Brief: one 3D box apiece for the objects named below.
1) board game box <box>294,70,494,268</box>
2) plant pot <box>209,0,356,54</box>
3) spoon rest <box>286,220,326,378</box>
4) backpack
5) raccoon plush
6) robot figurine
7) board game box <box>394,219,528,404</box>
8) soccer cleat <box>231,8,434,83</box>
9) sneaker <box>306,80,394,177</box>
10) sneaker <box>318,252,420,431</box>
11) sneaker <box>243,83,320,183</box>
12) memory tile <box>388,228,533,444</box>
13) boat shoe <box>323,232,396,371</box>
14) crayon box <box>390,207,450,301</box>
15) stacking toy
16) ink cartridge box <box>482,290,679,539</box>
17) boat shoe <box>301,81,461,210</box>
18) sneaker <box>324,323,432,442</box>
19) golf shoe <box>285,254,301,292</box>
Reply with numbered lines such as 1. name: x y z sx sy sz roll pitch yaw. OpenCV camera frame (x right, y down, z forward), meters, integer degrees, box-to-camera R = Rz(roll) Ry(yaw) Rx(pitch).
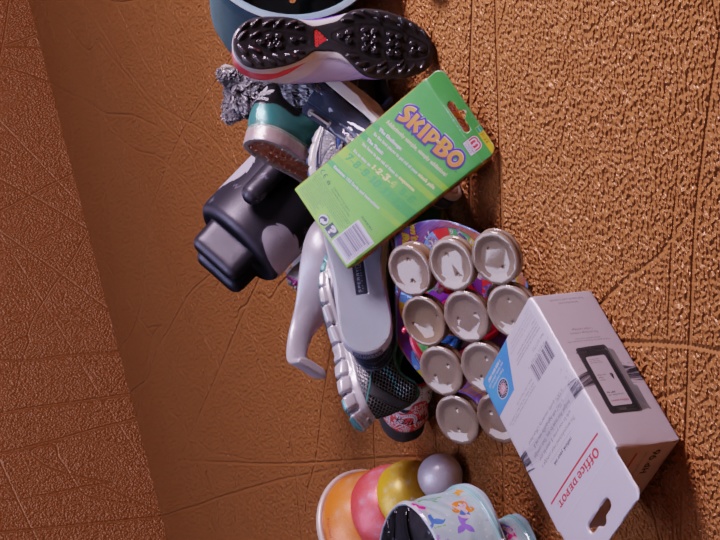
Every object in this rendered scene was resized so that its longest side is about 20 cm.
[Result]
1. board game box: 0.034 -0.096 1.482 0.199 0.030 0.096 -38 83 30
2. plant pot: -0.082 -0.316 1.643 0.196 0.198 0.203 115 139 -73
3. spoon rest: -0.039 0.026 1.741 0.060 0.099 0.202 -16 47 52
4. backpack: 0.102 0.313 1.525 0.201 0.149 0.178 61 153 22
5. raccoon plush: -0.087 -0.203 1.763 0.200 0.132 0.098 -158 60 -72
6. robot figurine: -0.106 -0.072 1.821 0.125 0.200 0.150 50 163 -23
7. board game box: 0.083 0.052 1.483 0.157 0.039 0.202 23 128 34
8. soccer cleat: -0.028 -0.215 1.529 0.073 0.197 0.069 118 150 -79
9. sneaker: -0.004 -0.151 1.630 0.085 0.076 0.203 -19 67 58
10. sneaker: 0.012 0.066 1.653 0.078 0.090 0.202 60 -164 -71
11. sneaker: -0.045 -0.136 1.698 0.071 0.199 0.081 -4 66 39
12. memory tile: 0.108 0.063 1.424 0.152 0.017 0.202 -10 103 41
13. boat shoe: 0.000 0.000 1.591 0.091 0.070 0.203 76 -169 -72
14. crayon box: 0.068 0.007 1.590 0.128 0.050 0.201 99 152 -45
15. stacking toy: 0.053 0.261 1.722 0.200 0.145 0.148 -43 59 49
16. ink cartridge box: 0.186 0.131 1.274 0.201 0.067 0.117 65 146 36
17. boat shoe: 0.017 -0.120 1.546 0.200 0.075 0.062 43 105 19
18. sneaker: 0.024 0.083 1.742 0.109 0.066 0.202 103 146 -49
19. golf shoe: -0.043 -0.006 1.895 0.092 0.075 0.200 -57 5 0
